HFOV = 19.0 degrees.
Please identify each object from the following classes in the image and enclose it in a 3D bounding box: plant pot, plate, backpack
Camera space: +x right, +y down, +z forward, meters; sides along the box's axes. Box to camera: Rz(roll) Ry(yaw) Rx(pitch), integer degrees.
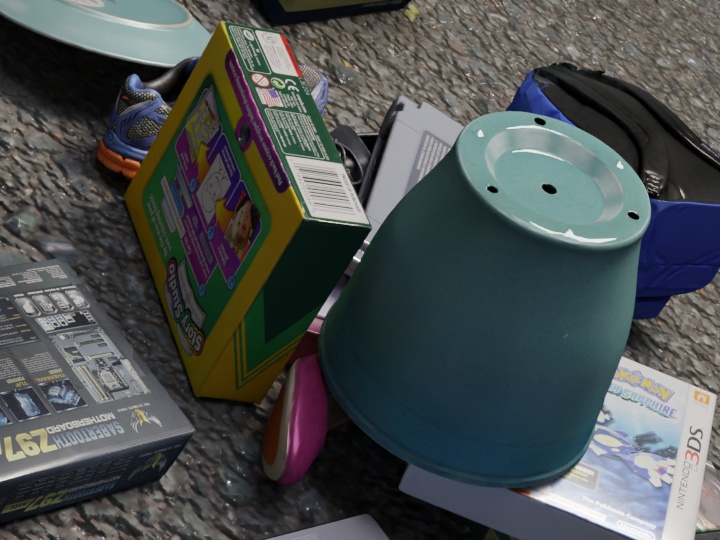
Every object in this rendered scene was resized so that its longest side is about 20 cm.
[{"bbox_3d":[0.094,0.006,1.413,0.200,0.188,0.200,14,37,-11],"label":"plant pot"},{"bbox_3d":[-0.198,-0.204,1.663,0.200,0.026,0.200,18,19,-6],"label":"plate"},{"bbox_3d":[0.190,-0.066,1.766,0.162,0.168,0.200,6,37,-49],"label":"backpack"}]

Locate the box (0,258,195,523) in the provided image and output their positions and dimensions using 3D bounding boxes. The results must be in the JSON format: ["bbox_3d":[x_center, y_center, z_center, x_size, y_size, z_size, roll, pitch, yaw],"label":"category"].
[{"bbox_3d":[-0.220,0.073,1.316,0.200,0.051,0.158,-12,55,-51],"label":"box"}]

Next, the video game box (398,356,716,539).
[{"bbox_3d":[0.142,0.118,1.494,0.200,0.047,0.182,22,36,-1],"label":"video game box"}]

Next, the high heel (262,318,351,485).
[{"bbox_3d":[-0.012,0.096,1.467,0.096,0.067,0.200,21,21,-6],"label":"high heel"}]

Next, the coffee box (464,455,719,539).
[{"bbox_3d":[0.164,0.156,1.533,0.200,0.044,0.123,-1,47,-26],"label":"coffee box"}]

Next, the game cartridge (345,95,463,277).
[{"bbox_3d":[0.061,-0.037,1.644,0.133,0.042,0.200,35,41,-15],"label":"game cartridge"}]

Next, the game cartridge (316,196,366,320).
[{"bbox_3d":[0.000,0.000,1.614,0.200,0.038,0.130,16,51,-27],"label":"game cartridge"}]

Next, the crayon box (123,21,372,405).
[{"bbox_3d":[-0.082,-0.040,1.476,0.058,0.173,0.200,7,42,-32],"label":"crayon box"}]

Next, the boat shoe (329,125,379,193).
[{"bbox_3d":[-0.023,-0.083,1.692,0.200,0.062,0.075,1,47,-40],"label":"boat shoe"}]

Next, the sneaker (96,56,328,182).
[{"bbox_3d":[-0.102,-0.124,1.611,0.200,0.079,0.075,-20,45,-37],"label":"sneaker"}]

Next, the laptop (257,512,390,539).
[{"bbox_3d":[0.023,0.206,1.305,0.187,0.116,0.200,-7,51,-48],"label":"laptop"}]

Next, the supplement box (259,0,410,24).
[{"bbox_3d":[0.009,-0.335,1.900,0.200,0.200,0.134,-15,70,-51],"label":"supplement box"}]
